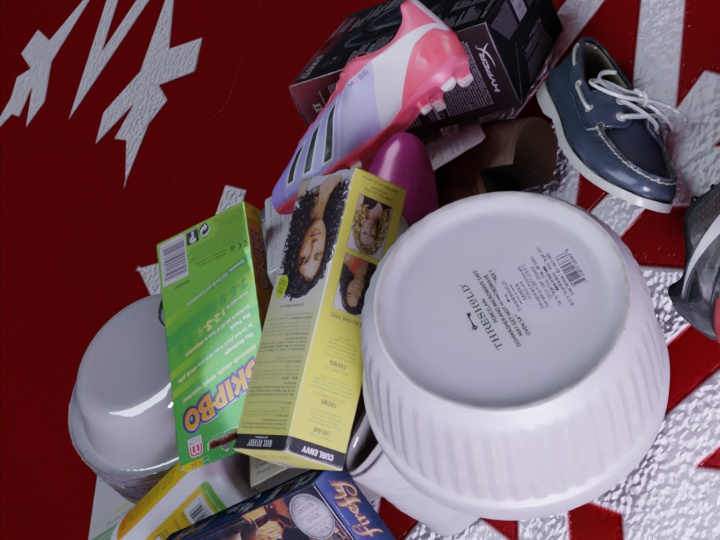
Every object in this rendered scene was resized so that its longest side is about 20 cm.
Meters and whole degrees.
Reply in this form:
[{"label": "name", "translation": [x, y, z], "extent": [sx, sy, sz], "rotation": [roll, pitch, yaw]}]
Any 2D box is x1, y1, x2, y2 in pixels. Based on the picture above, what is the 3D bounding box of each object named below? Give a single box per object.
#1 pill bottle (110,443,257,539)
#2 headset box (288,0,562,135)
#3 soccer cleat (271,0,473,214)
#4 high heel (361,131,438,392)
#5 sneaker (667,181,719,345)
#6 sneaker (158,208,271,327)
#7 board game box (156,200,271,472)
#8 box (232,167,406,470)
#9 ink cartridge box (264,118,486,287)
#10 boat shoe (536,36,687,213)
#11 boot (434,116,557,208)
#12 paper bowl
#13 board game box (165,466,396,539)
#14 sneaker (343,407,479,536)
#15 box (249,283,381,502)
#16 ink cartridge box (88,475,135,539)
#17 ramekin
[{"label": "pill bottle", "translation": [-0.137, 0.223, 1.220], "extent": [0.200, 0.111, 0.111], "rotation": [-45, 34, 26]}, {"label": "headset box", "translation": [0.047, -0.170, 1.200], "extent": [0.199, 0.077, 0.149], "rotation": [-15, 25, 29]}, {"label": "soccer cleat", "translation": [-0.002, -0.118, 1.119], "extent": [0.200, 0.067, 0.077], "rotation": [-40, 78, 29]}, {"label": "high heel", "translation": [0.000, 0.000, 1.073], "extent": [0.067, 0.096, 0.201], "rotation": [25, 111, 25]}, {"label": "sneaker", "translation": [0.249, -0.043, 0.897], "extent": [0.098, 0.071, 0.201], "rotation": [22, 85, 57]}, {"label": "sneaker", "translation": [-0.091, 0.004, 1.287], "extent": [0.200, 0.087, 0.074], "rotation": [-37, 4, -38]}, {"label": "board game box", "translation": [-0.110, 0.053, 1.162], "extent": [0.095, 0.030, 0.201], "rotation": [-24, 58, 27]}, {"label": "box", "translation": [-0.027, 0.033, 1.016], "extent": [0.075, 0.050, 0.201], "rotation": [-9, 64, 55]}, {"label": "ink cartridge box", "translation": [0.015, -0.062, 1.194], "extent": [0.199, 0.050, 0.161], "rotation": [-30, 22, 9]}, {"label": "boat shoe", "translation": [0.183, -0.107, 1.054], "extent": [0.062, 0.075, 0.200], "rotation": [-61, 19, 23]}, {"label": "boot", "translation": [0.067, -0.025, 1.155], "extent": [0.155, 0.076, 0.201], "rotation": [-11, 59, 55]}, {"label": "paper bowl", "translation": [-0.171, 0.102, 1.317], "extent": [0.200, 0.104, 0.201], "rotation": [-17, 48, 20]}, {"label": "board game box", "translation": [-0.050, 0.225, 1.068], "extent": [0.200, 0.136, 0.035], "rotation": [-31, 8, 42]}, {"label": "sneaker", "translation": [0.076, 0.093, 1.004], "extent": [0.200, 0.115, 0.074], "rotation": [-47, 31, 20]}, {"label": "box", "translation": [-0.034, 0.095, 1.189], "extent": [0.095, 0.078, 0.201], "rotation": [-29, 41, 20]}, {"label": "ink cartridge box", "translation": [-0.195, 0.167, 1.421], "extent": [0.145, 0.048, 0.201], "rotation": [-35, 41, 37]}, {"label": "ramekin", "translation": [0.092, 0.044, 0.929], "extent": [0.199, 0.105, 0.201], "rotation": [-6, 55, 8]}]
